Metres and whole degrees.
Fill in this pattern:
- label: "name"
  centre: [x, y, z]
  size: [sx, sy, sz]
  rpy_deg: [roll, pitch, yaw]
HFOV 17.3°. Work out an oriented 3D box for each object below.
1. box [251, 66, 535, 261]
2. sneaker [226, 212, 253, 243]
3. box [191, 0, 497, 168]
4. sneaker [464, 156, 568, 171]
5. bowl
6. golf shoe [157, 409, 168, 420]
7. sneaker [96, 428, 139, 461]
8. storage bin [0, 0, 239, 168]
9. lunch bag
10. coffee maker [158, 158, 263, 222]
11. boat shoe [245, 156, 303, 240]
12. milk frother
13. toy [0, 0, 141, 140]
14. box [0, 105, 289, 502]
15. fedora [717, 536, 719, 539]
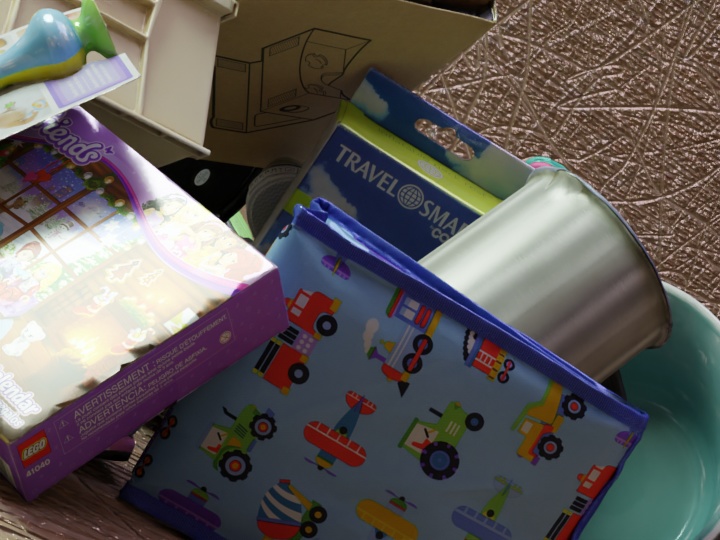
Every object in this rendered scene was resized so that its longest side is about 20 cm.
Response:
- label: "box"
  centre: [0.000, 0.000, 1.341]
  size: [0.122, 0.200, 0.048]
  rpy_deg: [31, 22, -7]
- label: "sneaker"
  centre: [-0.093, 0.003, 1.527]
  size: [0.084, 0.077, 0.200]
  rpy_deg: [2, 23, -40]
- label: "box"
  centre: [-0.043, -0.114, 1.329]
  size: [0.163, 0.200, 0.021]
  rpy_deg: [9, 61, -34]
- label: "sneaker"
  centre: [0.115, -0.013, 1.603]
  size: [0.200, 0.121, 0.084]
  rpy_deg: [30, 9, -26]
- label: "bowl"
  centre: [0.134, 0.109, 1.359]
  size: [0.201, 0.201, 0.105]
  rpy_deg: [36, -12, 27]
- label: "golf shoe"
  centre: [-0.101, 0.047, 1.190]
  size: [0.088, 0.077, 0.200]
  rpy_deg: [-1, 27, -31]
- label: "sneaker"
  centre: [-0.154, 0.003, 1.090]
  size: [0.200, 0.086, 0.080]
  rpy_deg: [37, 1, 26]
- label: "storage bin"
  centre: [-0.206, -0.110, 1.211]
  size: [0.200, 0.094, 0.198]
  rpy_deg: [-16, -31, 40]
- label: "lunch bag"
  centre: [0.020, 0.084, 1.054]
  size: [0.200, 0.151, 0.094]
  rpy_deg: [33, 7, 2]
- label: "coffee maker"
  centre: [-0.156, -0.129, 1.489]
  size: [0.134, 0.193, 0.200]
  rpy_deg: [-17, 23, -15]
- label: "boat shoe"
  centre: [-0.006, 0.020, 1.409]
  size: [0.062, 0.072, 0.200]
  rpy_deg: [-76, 145, -68]
- label: "milk frother"
  centre: [0.032, 0.039, 1.265]
  size: [0.200, 0.188, 0.181]
  rpy_deg: [43, -22, 33]
- label: "toy"
  centre: [-0.204, -0.078, 1.031]
  size: [0.115, 0.199, 0.047]
  rpy_deg: [-128, -160, -62]
- label: "box"
  centre: [-0.144, -0.003, 1.013]
  size: [0.200, 0.137, 0.039]
  rpy_deg: [37, -29, 37]
- label: "fedora"
  centre: [0.213, 0.115, 1.559]
  size: [0.177, 0.090, 0.201]
  rpy_deg: [-10, 84, -62]
